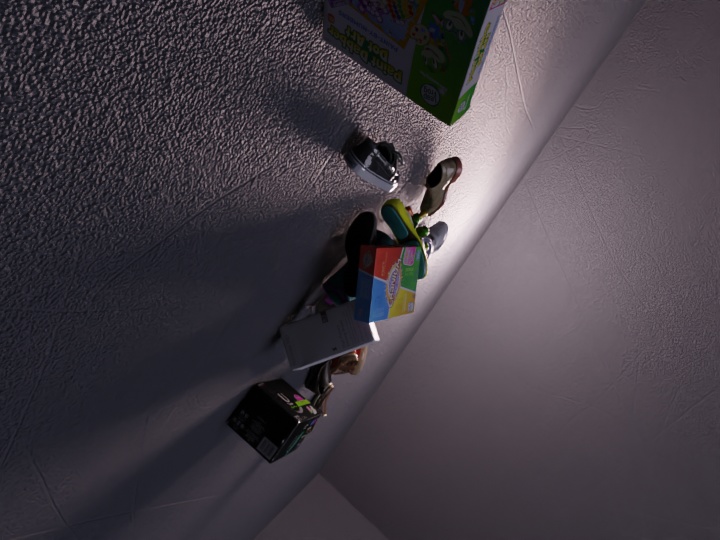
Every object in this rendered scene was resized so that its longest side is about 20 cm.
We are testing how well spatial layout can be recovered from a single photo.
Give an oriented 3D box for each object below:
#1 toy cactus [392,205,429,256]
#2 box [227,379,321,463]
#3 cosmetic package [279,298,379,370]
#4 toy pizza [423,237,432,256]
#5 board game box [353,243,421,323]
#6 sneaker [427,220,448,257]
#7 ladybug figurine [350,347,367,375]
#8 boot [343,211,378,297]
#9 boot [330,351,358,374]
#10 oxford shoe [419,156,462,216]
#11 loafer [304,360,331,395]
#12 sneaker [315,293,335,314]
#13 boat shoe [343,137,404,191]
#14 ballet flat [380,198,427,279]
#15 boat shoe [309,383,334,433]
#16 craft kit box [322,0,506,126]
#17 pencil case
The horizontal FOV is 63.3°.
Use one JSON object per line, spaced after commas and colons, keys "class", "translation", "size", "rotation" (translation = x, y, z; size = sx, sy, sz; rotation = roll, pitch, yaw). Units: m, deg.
{"class": "toy cactus", "translation": [0.103, -0.074, 1.505], "size": [0.164, 0.102, 0.202], "rotation": [-28, -142, 37]}
{"class": "box", "translation": [-0.208, 0.369, 1.456], "size": [0.125, 0.148, 0.200], "rotation": [-53, 166, 2]}
{"class": "cosmetic package", "translation": [-0.068, 0.140, 1.275], "size": [0.197, 0.103, 0.074], "rotation": [-22, 169, 9]}
{"class": "toy pizza", "translation": [0.126, -0.034, 1.738], "size": [0.198, 0.032, 0.201], "rotation": [-27, 152, -15]}
{"class": "board game box", "translation": [0.061, 0.023, 1.245], "size": [0.199, 0.040, 0.156], "rotation": [-6, 104, -58]}
{"class": "sneaker", "translation": [0.216, -0.093, 1.865], "size": [0.200, 0.075, 0.115], "rotation": [-46, 168, -13]}
{"class": "ladybug figurine", "translation": [-0.025, 0.269, 1.914], "size": [0.201, 0.071, 0.138], "rotation": [112, -16, -60]}
{"class": "boot", "translation": [0.041, -0.029, 1.295], "size": [0.173, 0.069, 0.204], "rotation": [-4, 109, -49]}
{"class": "boot", "translation": [-0.055, 0.260, 1.813], "size": [0.074, 0.109, 0.201], "rotation": [-4, 154, -19]}
{"class": "oxford shoe", "translation": [0.192, -0.221, 1.542], "size": [0.074, 0.071, 0.201], "rotation": [-10, 144, -30]}
{"class": "loafer", "translation": [-0.113, 0.315, 1.795], "size": [0.073, 0.071, 0.201], "rotation": [-41, 162, -39]}
{"class": "sneaker", "translation": [-0.059, 0.105, 1.448], "size": [0.200, 0.074, 0.107], "rotation": [-34, 155, -56]}
{"class": "boat shoe", "translation": [0.038, -0.196, 1.040], "size": [0.068, 0.074, 0.199], "rotation": [-41, 161, 17]}
{"class": "ballet flat", "translation": [0.114, -0.079, 1.369], "size": [0.066, 0.202, 0.067], "rotation": [-18, -164, 38]}
{"class": "boat shoe", "translation": [-0.149, 0.505, 2.135], "size": [0.204, 0.074, 0.075], "rotation": [-55, 166, 8]}
{"class": "craft kit box", "translation": [0.049, -0.282, 0.604], "size": [0.049, 0.199, 0.198], "rotation": [-45, 163, -24]}
{"class": "pencil case", "translation": [0.000, 0.000, 1.368], "size": [0.200, 0.085, 0.092], "rotation": [-46, -166, -23]}
